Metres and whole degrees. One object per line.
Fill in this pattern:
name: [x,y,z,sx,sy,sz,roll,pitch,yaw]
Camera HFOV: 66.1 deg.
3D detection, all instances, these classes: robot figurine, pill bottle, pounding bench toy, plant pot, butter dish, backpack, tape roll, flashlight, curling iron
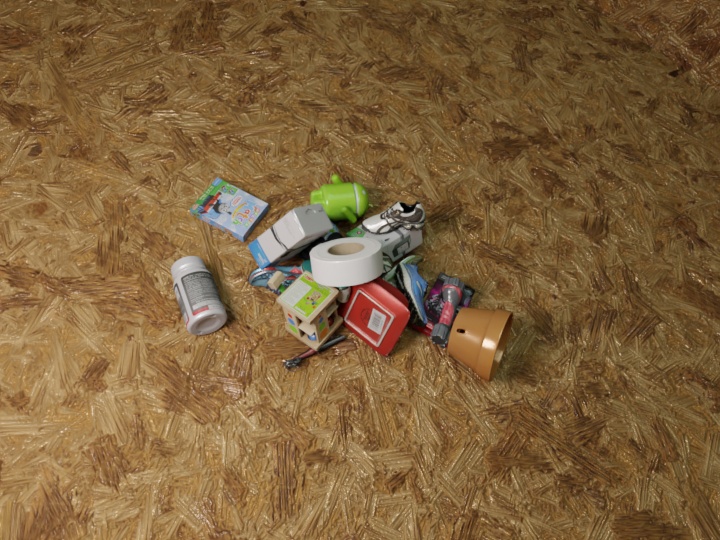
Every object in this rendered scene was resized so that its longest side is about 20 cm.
robot figurine: [-0.061,-0.221,1.787,0.196,0.117,0.177,-6,47,-13]
pill bottle: [-0.456,0.067,1.550,0.112,0.115,0.202,-18,63,-19]
pounding bench toy: [-0.164,0.100,1.553,0.198,0.157,0.124,30,58,26]
plant pot: [0.333,0.192,1.560,0.138,0.202,0.202,17,55,22]
butter dish: [0.058,0.104,1.584,0.198,0.202,0.147,37,39,15]
backpack: [-0.145,-0.096,1.686,0.197,0.165,0.155,21,48,13]
tape roll: [-0.037,-0.027,1.496,0.198,0.072,0.203,-6,21,2]
flashlight: [0.248,0.116,1.596,0.067,0.068,0.202,22,58,4]
curling iron: [-0.126,0.229,1.549,0.197,0.026,0.049,-24,27,-26]

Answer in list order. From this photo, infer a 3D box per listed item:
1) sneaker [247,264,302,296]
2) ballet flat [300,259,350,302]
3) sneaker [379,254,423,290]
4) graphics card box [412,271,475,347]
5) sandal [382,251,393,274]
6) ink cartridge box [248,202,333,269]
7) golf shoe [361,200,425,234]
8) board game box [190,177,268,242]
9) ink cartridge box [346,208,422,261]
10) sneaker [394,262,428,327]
sneaker: [-0.231,0.037,1.624,0.196,0.080,0.097,-2,60,-10]
ballet flat: [-0.103,0.036,1.578,0.069,0.070,0.198,-38,46,-27]
sneaker: [0.125,0.029,1.699,0.199,0.077,0.089,-35,82,-20]
graphics card box: [0.252,0.114,1.667,0.124,0.051,0.201,28,58,9]
sandal: [0.000,0.000,1.613,0.197,0.055,0.083,-20,66,7]
ink cartridge box: [-0.195,-0.096,1.554,0.085,0.199,0.144,59,34,3]
golf shoe: [0.096,-0.167,1.662,0.196,0.096,0.079,-8,41,4]
board game box: [-0.415,-0.196,1.764,0.197,0.037,0.152,27,58,7]
ink cartridge box: [0.076,-0.101,1.728,0.198,0.085,0.145,-32,44,-25]
sneaker: [0.167,0.066,1.612,0.087,0.079,0.203,-5,65,-20]
